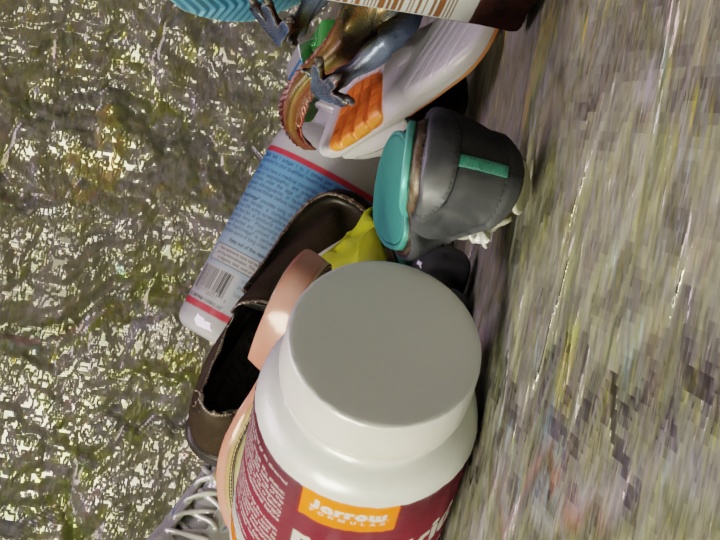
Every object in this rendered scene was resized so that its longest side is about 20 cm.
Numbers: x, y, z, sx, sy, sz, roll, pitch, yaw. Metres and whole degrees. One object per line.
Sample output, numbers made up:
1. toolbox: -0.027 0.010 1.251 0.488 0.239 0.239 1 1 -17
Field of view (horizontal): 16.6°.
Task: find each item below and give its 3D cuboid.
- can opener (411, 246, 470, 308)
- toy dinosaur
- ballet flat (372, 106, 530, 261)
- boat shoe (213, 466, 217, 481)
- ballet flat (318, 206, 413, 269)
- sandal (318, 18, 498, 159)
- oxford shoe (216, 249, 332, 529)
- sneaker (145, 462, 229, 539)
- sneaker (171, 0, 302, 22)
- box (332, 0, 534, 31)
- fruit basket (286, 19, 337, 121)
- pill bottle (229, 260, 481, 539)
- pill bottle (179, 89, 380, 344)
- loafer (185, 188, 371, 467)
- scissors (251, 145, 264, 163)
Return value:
1. can opener: 0.014 0.056 1.412 0.200 0.066 0.054 104 172 -55
2. toy dinosaur: 0.017 -0.189 1.441 0.182 0.105 0.200 -45 1 -22
3. ballet flat: 0.045 -0.038 1.180 0.200 0.073 0.074 144 134 -85
4. boat shoe: -0.045 0.153 1.544 0.069 0.074 0.200 -46 -35 -13
5. ballet flat: 0.000 0.000 1.494 0.200 0.067 0.067 -35 -76 -85
6. sandal: 0.040 -0.102 1.465 0.206 0.059 0.080 -23 40 61
7. oxford shoe: -0.030 0.084 1.382 0.071 0.073 0.201 -53 -16 -47
8. sneaker: -0.091 0.150 1.588 0.200 0.075 0.087 -39 -47 -50
9. sneaker: -0.052 -0.206 1.451 0.081 0.199 0.077 41 137 34
10. box: 0.024 -0.243 1.219 0.164 0.165 0.201 117 160 -80
11. fruit basket: -0.007 -0.080 1.805 0.185 0.093 0.201 142 131 -79
12. pill bottle: -0.002 0.090 1.255 0.200 0.113 0.115 104 173 -55
13. pill bottle: -0.031 -0.027 1.664 0.201 0.108 0.109 -61 4 -2
14. loafer: -0.044 0.031 1.553 0.071 0.073 0.201 88 -153 -69
15. scissors: -0.028 -0.028 1.783 0.201 0.014 0.073 58 170 20
